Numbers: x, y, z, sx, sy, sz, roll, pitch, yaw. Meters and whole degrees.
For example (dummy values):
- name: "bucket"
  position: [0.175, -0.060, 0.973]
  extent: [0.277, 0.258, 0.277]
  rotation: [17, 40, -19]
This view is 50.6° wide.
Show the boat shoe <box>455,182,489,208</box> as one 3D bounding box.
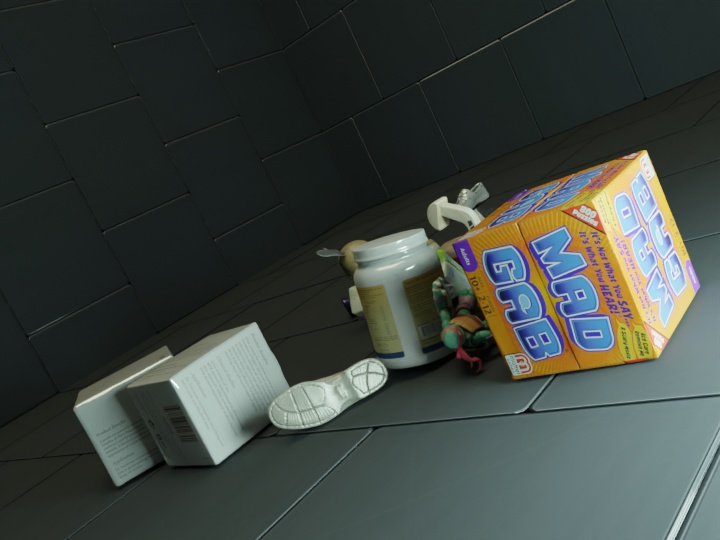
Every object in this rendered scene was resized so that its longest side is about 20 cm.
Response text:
- name: "boat shoe"
  position: [0.354, -0.239, 2.552]
  extent: [0.071, 0.069, 0.200]
  rotation: [-14, 15, 47]

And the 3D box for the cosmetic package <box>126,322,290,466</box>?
- name: "cosmetic package"
  position: [-0.258, 0.217, 1.331]
  extent: [0.166, 0.168, 0.200]
  rotation: [-18, 11, 47]

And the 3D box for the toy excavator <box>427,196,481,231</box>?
- name: "toy excavator"
  position: [0.236, -0.060, 1.421]
  extent: [0.100, 0.200, 0.194]
  rotation: [-32, 11, -38]

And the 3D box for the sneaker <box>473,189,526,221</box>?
- name: "sneaker"
  position: [0.364, -0.145, 1.906]
  extent: [0.146, 0.077, 0.202]
  rotation: [-37, 18, 6]

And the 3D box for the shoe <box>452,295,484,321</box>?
- name: "shoe"
  position: [0.203, 0.068, 1.281]
  extent: [0.200, 0.053, 0.070]
  rotation: [-25, 21, 46]

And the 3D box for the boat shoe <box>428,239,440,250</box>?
- name: "boat shoe"
  position: [0.111, -0.019, 1.900]
  extent: [0.200, 0.066, 0.074]
  rotation: [-21, -33, -15]

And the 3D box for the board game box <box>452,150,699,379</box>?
- name: "board game box"
  position: [0.280, -0.006, 0.979]
  extent: [0.200, 0.200, 0.200]
  rotation: [-17, 12, 42]

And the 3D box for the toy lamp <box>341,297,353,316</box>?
- name: "toy lamp"
  position: [0.054, 0.044, 1.824]
  extent: [0.200, 0.058, 0.058]
  rotation: [-30, 9, -4]

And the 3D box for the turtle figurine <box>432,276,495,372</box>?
- name: "turtle figurine"
  position: [0.162, 0.074, 1.133]
  extent: [0.101, 0.150, 0.200]
  rotation: [-61, -16, 19]

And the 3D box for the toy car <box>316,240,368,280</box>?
- name: "toy car"
  position: [0.000, 0.000, 1.642]
  extent: [0.164, 0.200, 0.158]
  rotation: [-57, -11, -85]

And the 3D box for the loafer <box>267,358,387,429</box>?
- name: "loafer"
  position: [-0.052, 0.200, 1.212]
  extent: [0.200, 0.072, 0.063]
  rotation: [-22, -9, -13]

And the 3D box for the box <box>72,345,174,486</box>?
- name: "box"
  position: [-0.417, 0.270, 1.463]
  extent: [0.199, 0.171, 0.200]
  rotation: [-28, 9, -15]

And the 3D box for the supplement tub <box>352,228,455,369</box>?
- name: "supplement tub"
  position: [0.072, 0.044, 1.235]
  extent: [0.144, 0.200, 0.144]
  rotation: [-16, 8, 2]

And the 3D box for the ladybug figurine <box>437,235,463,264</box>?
- name: "ladybug figurine"
  position: [0.259, -0.046, 1.672]
  extent: [0.200, 0.072, 0.136]
  rotation: [-14, 8, 43]

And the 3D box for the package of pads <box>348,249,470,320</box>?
- name: "package of pads"
  position: [0.103, 0.048, 1.388]
  extent: [0.200, 0.068, 0.154]
  rotation: [-23, -32, 25]
